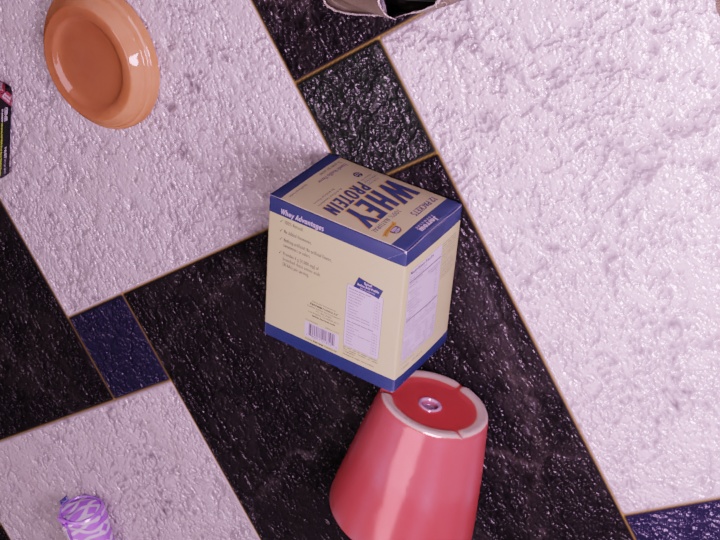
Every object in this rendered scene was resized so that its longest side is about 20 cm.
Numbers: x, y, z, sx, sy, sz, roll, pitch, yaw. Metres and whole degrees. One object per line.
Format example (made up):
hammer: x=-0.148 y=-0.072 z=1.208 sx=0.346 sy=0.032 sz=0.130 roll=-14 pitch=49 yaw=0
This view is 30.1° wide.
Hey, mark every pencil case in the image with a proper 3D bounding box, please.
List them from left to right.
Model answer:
pencil case: x=-0.456 y=0.480 z=2.277 sx=0.083 sy=0.085 sz=0.203 roll=5 pitch=119 yaw=32

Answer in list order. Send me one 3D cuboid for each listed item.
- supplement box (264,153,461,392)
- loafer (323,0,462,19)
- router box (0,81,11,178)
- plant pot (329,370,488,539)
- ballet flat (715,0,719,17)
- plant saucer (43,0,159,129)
supplement box: x=0.000 y=0.000 z=1.630 sx=0.198 sy=0.134 sz=0.202 roll=22 pitch=127 yaw=25
loafer: x=0.029 y=-0.316 z=1.472 sx=0.198 sy=0.070 sz=0.076 roll=2 pitch=117 yaw=35
router box: x=-0.610 y=-0.236 z=1.994 sx=0.198 sy=0.062 sz=0.152 roll=29 pitch=128 yaw=20
plant pot: x=0.071 y=0.238 z=1.690 sx=0.199 sy=0.200 sz=0.180 roll=26 pitch=120 yaw=21
ballet flat: x=0.411 y=-0.207 z=1.248 sx=0.199 sy=0.075 sz=0.068 roll=36 pitch=132 yaw=15
plant saucer: x=-0.356 y=-0.282 z=1.799 sx=0.198 sy=0.037 sz=0.203 roll=18 pitch=125 yaw=28
